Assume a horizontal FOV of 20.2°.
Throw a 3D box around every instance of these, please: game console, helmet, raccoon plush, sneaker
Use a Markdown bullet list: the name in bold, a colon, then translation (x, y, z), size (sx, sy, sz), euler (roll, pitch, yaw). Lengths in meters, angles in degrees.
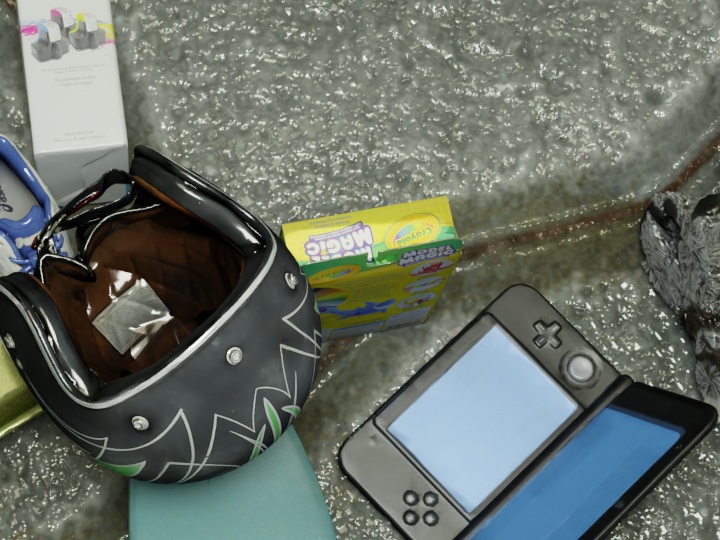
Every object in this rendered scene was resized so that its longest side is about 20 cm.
- **game console**: translation (0.112, 0.115, 1.403), size (0.200, 0.116, 0.176), euler (-42, 81, -17)
- **helmet**: translation (-0.118, 0.040, 1.256), size (0.191, 0.200, 0.200), euler (42, 73, 12)
- **raccoon plush**: translation (0.289, 0.001, 1.494), size (0.134, 0.097, 0.200), euler (-14, 104, -24)
- **sneaker**: translation (-0.224, -0.001, 1.369), size (0.075, 0.088, 0.200), euler (-29, 79, -16)

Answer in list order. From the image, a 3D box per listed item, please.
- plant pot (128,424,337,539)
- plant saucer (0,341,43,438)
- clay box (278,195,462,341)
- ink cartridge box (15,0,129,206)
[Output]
- **plant pot**: translation (-0.089, 0.187, 1.353), size (0.141, 0.141, 0.200), euler (-9, 63, -9)
- **plant saucer**: translation (-0.304, 0.042, 1.418), size (0.200, 0.048, 0.200), euler (-32, 78, -14)
- **clay box**: translation (0.000, 0.000, 1.383), size (0.115, 0.200, 0.048), euler (-10, 74, -10)
- **ink cartridge box**: translation (-0.211, -0.159, 1.455), size (0.068, 0.115, 0.200), euler (-6, 73, -8)
